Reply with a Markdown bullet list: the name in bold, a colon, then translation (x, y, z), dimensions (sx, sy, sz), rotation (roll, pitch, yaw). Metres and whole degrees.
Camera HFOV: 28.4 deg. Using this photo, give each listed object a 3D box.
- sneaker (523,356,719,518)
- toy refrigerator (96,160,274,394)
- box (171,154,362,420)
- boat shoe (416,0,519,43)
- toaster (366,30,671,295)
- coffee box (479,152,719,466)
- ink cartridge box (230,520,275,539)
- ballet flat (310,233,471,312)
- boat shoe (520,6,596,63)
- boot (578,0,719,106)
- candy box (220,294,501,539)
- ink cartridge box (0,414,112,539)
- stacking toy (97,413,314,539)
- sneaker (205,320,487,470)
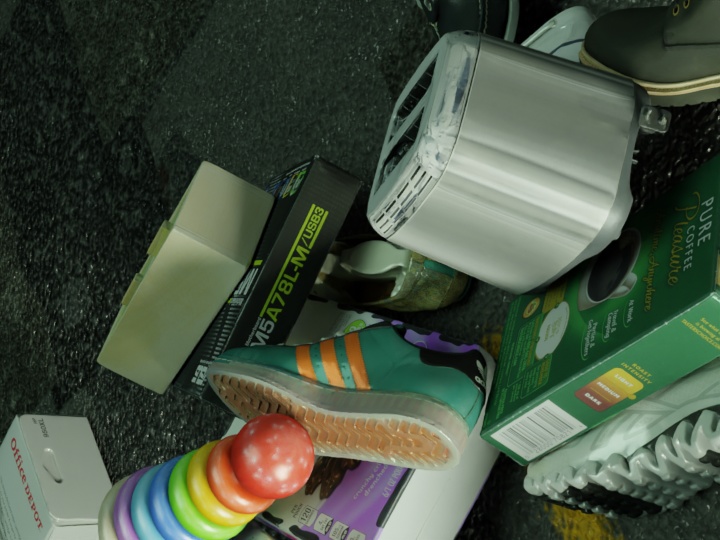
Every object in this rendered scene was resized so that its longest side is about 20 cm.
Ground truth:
- **sneaker**: translation (0.179, 0.096, 0.852), dimensions (0.199, 0.075, 0.082), rotation (-28, 50, 44)
- **toy refrigerator**: translation (-0.142, 0.009, 1.114), dimensions (0.200, 0.070, 0.076), rotation (-51, 16, 48)
- **box**: translation (-0.077, 0.015, 1.093), dimensions (0.194, 0.047, 0.200), rotation (-62, 11, -7)
- **boat shoe**: translation (0.063, -0.207, 0.994), dimensions (0.076, 0.060, 0.201), rotation (-44, 35, 33)
- **toaster**: translation (0.085, -0.065, 0.854), dimensions (0.200, 0.128, 0.115), rotation (135, 151, -70)
- **coffee box**: translation (0.158, 0.027, 0.856), dimensions (0.200, 0.044, 0.124), rotation (-40, 22, 41)
- **ink cartridge box**: translation (-0.028, 0.251, 0.972), dimensions (0.050, 0.161, 0.200), rotation (-41, 7, -10)
- **ballet flat**: translation (0.000, 0.000, 1.085), dimensions (0.199, 0.070, 0.071), rotation (-4, 82, 52)
- **boat shoe**: translation (0.101, -0.100, 0.979), dimensions (0.200, 0.073, 0.066), rotation (-40, 41, 37)
- **boot**: translation (0.197, -0.167, 0.796), dimensions (0.199, 0.139, 0.078), rotation (9, 48, 43)
- **candy box**: translation (-0.002, 0.120, 1.015), dimensions (0.199, 0.071, 0.169), rotation (15, 71, 50)
- **ink cartridge box**: translation (-0.331, 0.266, 1.456), dimensions (0.201, 0.084, 0.145), rotation (-57, 46, 31)
- **stacking toy**: translation (-0.101, 0.149, 0.962), dimensions (0.200, 0.085, 0.086), rotation (-38, 57, 45)
- **sneaker**: translation (-0.007, 0.074, 0.938), dimensions (0.198, 0.072, 0.080), rotation (10, 49, 30)
